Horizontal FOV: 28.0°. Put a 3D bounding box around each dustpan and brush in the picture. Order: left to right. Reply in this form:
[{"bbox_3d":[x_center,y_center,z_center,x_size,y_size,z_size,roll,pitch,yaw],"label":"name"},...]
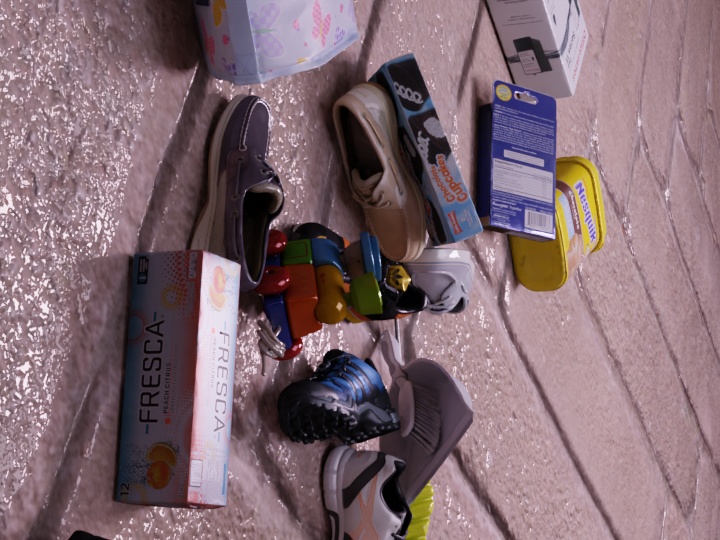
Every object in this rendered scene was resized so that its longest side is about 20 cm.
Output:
[{"bbox_3d":[0.052,0.130,1.510,0.057,0.140,0.200,25,27,-17],"label":"dustpan and brush"}]

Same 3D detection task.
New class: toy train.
[{"bbox_3d":[-0.032,0.032,1.259,0.200,0.116,0.085,-101,-179,-61],"label":"toy train"}]

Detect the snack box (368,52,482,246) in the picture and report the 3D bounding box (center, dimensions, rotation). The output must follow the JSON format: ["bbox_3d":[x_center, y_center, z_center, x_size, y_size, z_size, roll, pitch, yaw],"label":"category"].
[{"bbox_3d":[0.067,-0.125,1.537,0.116,0.037,0.200,170,-102,-82],"label":"snack box"}]

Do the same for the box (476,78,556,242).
[{"bbox_3d":[0.209,-0.145,1.922,0.121,0.032,0.200,11,77,-35],"label":"box"}]

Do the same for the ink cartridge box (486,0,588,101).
[{"bbox_3d":[0.253,-0.360,2.040,0.200,0.083,0.147,64,34,-42],"label":"ink cartridge box"}]

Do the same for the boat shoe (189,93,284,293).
[{"bbox_3d":[-0.098,-0.065,1.261,0.072,0.065,0.200,52,42,-52],"label":"boat shoe"}]

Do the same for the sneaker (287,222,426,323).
[{"bbox_3d":[0.000,0.000,1.437,0.200,0.090,0.070,39,52,-59],"label":"sneaker"}]

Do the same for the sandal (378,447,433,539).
[{"bbox_3d":[0.040,0.287,1.535,0.087,0.079,0.200,138,-53,-74],"label":"sandal"}]

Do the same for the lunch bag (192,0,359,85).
[{"bbox_3d":[-0.086,-0.259,1.243,0.200,0.127,0.170,-57,141,-66],"label":"lunch bag"}]

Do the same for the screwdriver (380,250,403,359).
[{"bbox_3d":[0.041,0.049,1.592,0.029,0.028,0.200,-13,98,-56],"label":"screwdriver"}]

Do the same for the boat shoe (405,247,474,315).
[{"bbox_3d":[0.095,0.016,1.650,0.201,0.070,0.072,31,61,-74],"label":"boat shoe"}]

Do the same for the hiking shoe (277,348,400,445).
[{"bbox_3d":[-0.032,0.119,1.401,0.200,0.074,0.087,25,45,-65],"label":"hiking shoe"}]

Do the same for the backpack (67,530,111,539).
[{"bbox_3d":[-0.203,0.287,0.929,0.200,0.154,0.163,-22,115,-51],"label":"backpack"}]

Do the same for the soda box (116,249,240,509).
[{"bbox_3d":[-0.143,0.087,1.141,0.064,0.068,0.200,26,65,-63],"label":"soda box"}]

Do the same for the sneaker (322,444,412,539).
[{"bbox_3d":[0.012,0.275,1.448,0.074,0.080,0.200,-24,111,-66],"label":"sneaker"}]

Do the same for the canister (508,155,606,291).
[{"bbox_3d":[0.282,-0.067,2.070,0.200,0.086,0.149,-40,123,-58],"label":"canister"}]

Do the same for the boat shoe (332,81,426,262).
[{"bbox_3d":[0.015,-0.094,1.513,0.065,0.072,0.200,-39,122,-48],"label":"boat shoe"}]
